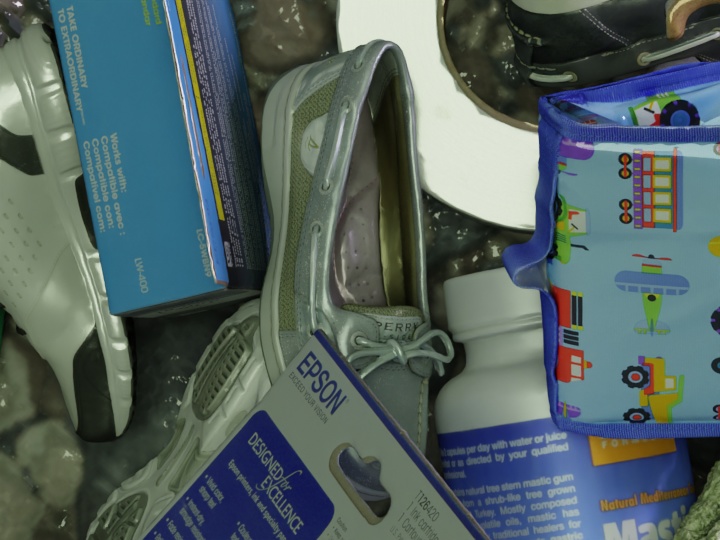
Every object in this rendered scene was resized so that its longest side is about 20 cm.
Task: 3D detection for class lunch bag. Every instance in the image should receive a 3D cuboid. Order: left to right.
[{"bbox_3d":[0.159,-0.006,1.206,0.199,0.094,0.151,-6,122,-6],"label":"lunch bag"}]

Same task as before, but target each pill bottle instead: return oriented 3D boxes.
[{"bbox_3d":[0.094,0.096,1.307,0.112,0.112,0.201,-10,88,3],"label":"pill bottle"}]

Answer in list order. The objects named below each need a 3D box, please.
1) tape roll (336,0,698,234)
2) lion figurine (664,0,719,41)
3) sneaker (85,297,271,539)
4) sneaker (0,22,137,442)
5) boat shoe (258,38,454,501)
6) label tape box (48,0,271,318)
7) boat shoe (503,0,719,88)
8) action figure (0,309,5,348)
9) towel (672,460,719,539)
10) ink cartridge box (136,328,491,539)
[{"bbox_3d":[0.088,-0.115,1.353,0.202,0.037,0.203,0,89,4],"label":"tape roll"},{"bbox_3d":[0.191,-0.097,1.241,0.122,0.200,0.073,-3,52,6],"label":"lion figurine"},{"bbox_3d":[-0.058,0.117,1.336,0.099,0.078,0.200,29,104,-22],"label":"sneaker"},{"bbox_3d":[-0.151,-0.011,1.325,0.080,0.074,0.201,-15,109,-3],"label":"sneaker"},{"bbox_3d":[0.001,-0.001,1.286,0.074,0.065,0.203,10,70,-40],"label":"boat shoe"},{"bbox_3d":[-0.089,-0.056,1.279,0.063,0.200,0.145,-11,87,6],"label":"label tape box"},{"bbox_3d":[0.163,-0.128,1.308,0.199,0.072,0.068,-12,125,-4],"label":"boat shoe"},{"bbox_3d":[-0.208,0.025,1.360,0.118,0.055,0.200,23,85,8],"label":"action figure"},{"bbox_3d":[0.182,0.161,1.270,0.148,0.036,0.200,53,57,-24],"label":"towel"},{"bbox_3d":[-0.035,0.149,1.183,0.200,0.198,0.047,-47,124,5],"label":"ink cartridge box"}]
